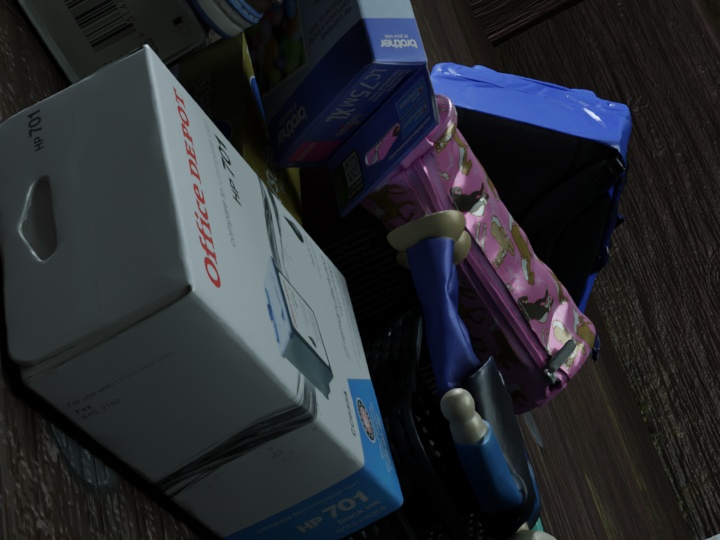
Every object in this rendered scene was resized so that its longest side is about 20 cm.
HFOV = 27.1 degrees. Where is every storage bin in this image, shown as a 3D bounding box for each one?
[{"bbox_3d":[0.023,0.120,0.846,0.136,0.093,0.200,61,12,-14],"label":"storage bin"}]

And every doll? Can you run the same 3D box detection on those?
[{"bbox_3d":[0.059,0.074,0.759,0.137,0.048,0.202,56,18,-73],"label":"doll"}]

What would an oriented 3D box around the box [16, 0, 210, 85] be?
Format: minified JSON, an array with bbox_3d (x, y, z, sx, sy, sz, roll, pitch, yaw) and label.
[{"bbox_3d":[-0.129,-0.180,0.837,0.095,0.077,0.200,59,13,-21],"label":"box"}]

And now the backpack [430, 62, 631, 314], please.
[{"bbox_3d":[0.106,-0.034,1.078,0.168,0.161,0.202,-53,157,-62],"label":"backpack"}]

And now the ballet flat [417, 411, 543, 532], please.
[{"bbox_3d":[0.069,0.140,1.101,0.070,0.067,0.202,-7,70,-53],"label":"ballet flat"}]

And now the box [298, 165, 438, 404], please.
[{"bbox_3d":[0.000,0.000,0.968,0.201,0.099,0.075,59,17,-29],"label":"box"}]

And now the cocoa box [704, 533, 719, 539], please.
[{"bbox_3d":[0.167,0.264,0.909,0.134,0.199,0.131,65,13,3],"label":"cocoa box"}]

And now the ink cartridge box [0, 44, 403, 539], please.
[{"bbox_3d":[-0.070,0.023,0.672,0.200,0.085,0.147,52,17,-49],"label":"ink cartridge box"}]

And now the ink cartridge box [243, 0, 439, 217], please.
[{"bbox_3d":[-0.022,-0.142,0.808,0.042,0.119,0.202,-6,71,-32],"label":"ink cartridge box"}]

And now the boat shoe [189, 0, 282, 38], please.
[{"bbox_3d":[-0.075,-0.218,0.784,0.201,0.072,0.072,67,15,20],"label":"boat shoe"}]

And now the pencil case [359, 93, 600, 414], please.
[{"bbox_3d":[0.065,-0.009,0.887,0.201,0.086,0.083,55,52,-25],"label":"pencil case"}]

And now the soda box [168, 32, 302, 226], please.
[{"bbox_3d":[-0.076,-0.059,0.855,0.068,0.064,0.201,56,15,-31],"label":"soda box"}]
